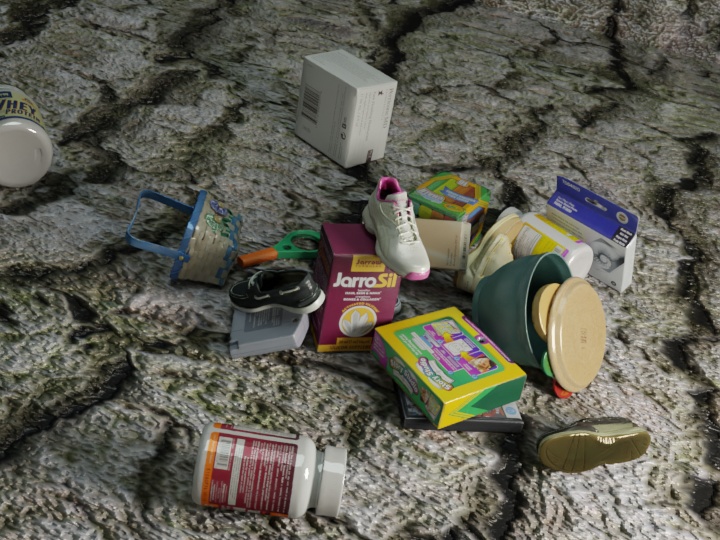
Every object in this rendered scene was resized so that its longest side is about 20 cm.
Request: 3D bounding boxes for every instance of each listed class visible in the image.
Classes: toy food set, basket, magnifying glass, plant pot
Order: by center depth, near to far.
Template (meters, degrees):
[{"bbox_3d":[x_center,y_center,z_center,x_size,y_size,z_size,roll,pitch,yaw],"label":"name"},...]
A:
[{"bbox_3d":[0.359,0.112,1.614,0.048,0.202,0.199,-1,10,40],"label":"toy food set"},{"bbox_3d":[0.278,0.070,1.664,0.133,0.203,0.200,0,21,38],"label":"plant pot"},{"bbox_3d":[-0.317,-0.071,1.715,0.197,0.140,0.177,15,32,-12],"label":"basket"},{"bbox_3d":[-0.149,-0.038,1.832,0.198,0.023,0.079,-16,42,-38],"label":"magnifying glass"}]

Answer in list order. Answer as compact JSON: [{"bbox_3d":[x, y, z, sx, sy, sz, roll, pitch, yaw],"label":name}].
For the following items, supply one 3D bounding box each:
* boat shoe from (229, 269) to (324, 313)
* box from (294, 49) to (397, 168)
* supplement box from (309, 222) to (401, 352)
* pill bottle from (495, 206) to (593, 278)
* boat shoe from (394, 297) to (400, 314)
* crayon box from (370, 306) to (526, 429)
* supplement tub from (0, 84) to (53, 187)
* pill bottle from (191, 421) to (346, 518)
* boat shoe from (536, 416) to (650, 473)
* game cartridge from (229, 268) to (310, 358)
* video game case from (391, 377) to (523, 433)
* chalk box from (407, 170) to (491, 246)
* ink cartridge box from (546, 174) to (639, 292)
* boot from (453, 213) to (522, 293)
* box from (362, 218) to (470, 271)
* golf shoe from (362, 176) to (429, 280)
[{"bbox_3d":[-0.147,0.027,1.573,0.197,0.061,0.076,-3,40,34],"label":"boat shoe"},{"bbox_3d":[-0.038,-0.379,2.213,0.130,0.201,0.199,-21,44,-39],"label":"box"},{"bbox_3d":[-0.009,0.029,1.602,0.129,0.203,0.104,0,34,-15],"label":"supplement box"},{"bbox_3d":[0.366,-0.050,1.926,0.103,0.106,0.199,-18,43,-37],"label":"pill bottle"},{"bbox_3d":[0.000,0.000,1.750,0.199,0.092,0.070,35,39,32],"label":"boat shoe"},{"bbox_3d":[0.140,0.153,1.546,0.170,0.059,0.200,-13,39,-30],"label":"crayon box"},{"bbox_3d":[-0.703,-0.274,1.901,0.143,0.147,0.201,-7,37,-26],"label":"supplement tub"},{"bbox_3d":[-0.122,0.273,1.282,0.196,0.111,0.110,9,32,-3],"label":"pill bottle"},{"bbox_3d":[0.356,0.266,1.483,0.198,0.073,0.066,-2,24,-20],"label":"boat shoe"},{"bbox_3d":[-0.150,0.071,1.611,0.131,0.041,0.201,-13,33,8],"label":"game cartridge"},{"bbox_3d":[0.152,0.193,1.564,0.196,0.026,0.182,4,34,-11],"label":"video game case"},{"bbox_3d":[0.159,-0.098,1.917,0.124,0.126,0.200,25,35,22],"label":"chalk box"},{"bbox_3d":[0.460,-0.072,1.906,0.041,0.201,0.199,-41,55,-23],"label":"ink cartridge box"},{"bbox_3d":[0.293,-0.010,1.833,0.154,0.073,0.200,31,61,27],"label":"boot"},{"bbox_3d":[0.103,-0.053,1.801,0.197,0.097,0.078,4,1,19],"label":"box"},{"bbox_3d":[0.058,-0.069,1.503,0.074,0.092,0.201,-5,42,-25],"label":"golf shoe"}]
